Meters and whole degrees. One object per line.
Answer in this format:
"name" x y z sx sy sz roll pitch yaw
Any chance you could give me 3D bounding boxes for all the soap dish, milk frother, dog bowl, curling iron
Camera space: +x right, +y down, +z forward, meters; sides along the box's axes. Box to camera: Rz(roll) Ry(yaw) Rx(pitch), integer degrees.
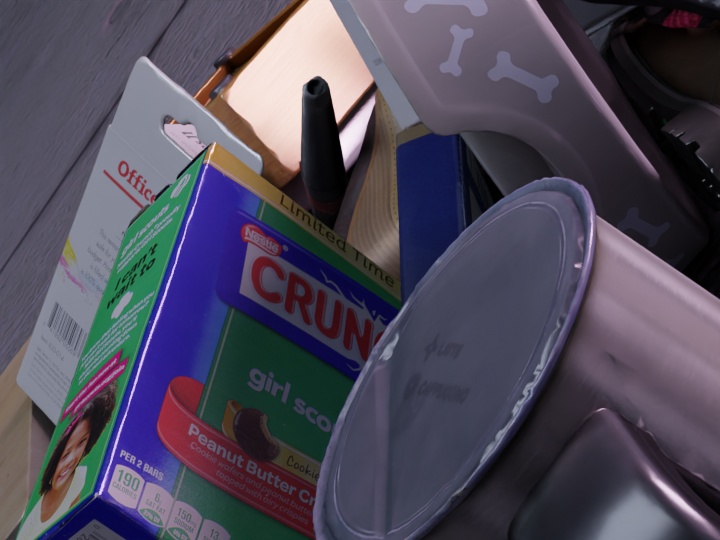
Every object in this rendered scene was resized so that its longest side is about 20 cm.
"soap dish" -0.049 -0.083 1.479 0.157 0.081 0.200 -51 9 -31
"milk frother" 0.126 0.038 0.686 0.201 0.188 0.180 -60 19 -9
"dog bowl" 0.064 -0.069 1.037 0.059 0.200 0.200 -35 22 9
"curling iron" -0.015 -0.052 1.315 0.200 0.025 0.050 68 -135 -70

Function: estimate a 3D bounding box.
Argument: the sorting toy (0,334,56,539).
"sorting toy" -0.205 0.167 1.443 0.200 0.069 0.199 -52 20 17

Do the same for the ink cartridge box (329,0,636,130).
"ink cartridge box" 0.040 -0.186 1.208 0.144 0.201 0.084 -31 5 -25

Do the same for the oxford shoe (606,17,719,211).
"oxford shoe" 0.151 -0.067 1.019 0.084 0.073 0.200 -39 21 3

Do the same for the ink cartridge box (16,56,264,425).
"ink cartridge box" -0.092 0.003 1.364 0.117 0.067 0.201 41 119 36

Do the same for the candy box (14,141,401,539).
"candy box" -0.036 0.076 1.083 0.077 0.169 0.201 -39 25 37

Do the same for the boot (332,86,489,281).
"boot" 0.000 0.000 1.280 0.167 0.072 0.200 -57 10 21

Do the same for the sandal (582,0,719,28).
"sandal" 0.131 -0.120 1.014 0.075 0.045 0.200 -58 35 -1

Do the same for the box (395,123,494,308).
"box" 0.048 0.039 1.013 0.032 0.122 0.200 -19 28 9
